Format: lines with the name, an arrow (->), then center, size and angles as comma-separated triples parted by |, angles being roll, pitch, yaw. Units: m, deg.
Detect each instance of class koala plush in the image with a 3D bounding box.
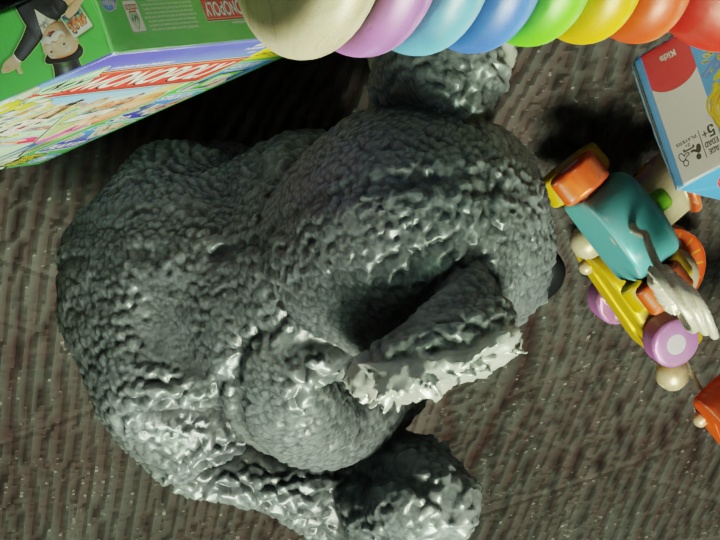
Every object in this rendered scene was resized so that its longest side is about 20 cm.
koala plush -> 0.000, 0.000, 1.090 | 0.183, 0.179, 0.200 | 15, 158, -24

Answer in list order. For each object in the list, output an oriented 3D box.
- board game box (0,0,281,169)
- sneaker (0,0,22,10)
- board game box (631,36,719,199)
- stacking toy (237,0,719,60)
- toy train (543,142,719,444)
board game box -> -0.103, -0.066, 1.016 | 0.134, 0.029, 0.200 | -21, 179, 21
sneaker -> -0.137, -0.111, 0.983 | 0.198, 0.074, 0.081 | -2, 153, -10
board game box -> 0.238, -0.084, 1.112 | 0.199, 0.056, 0.195 | -30, 157, 33
stacking toy -> 0.061, -0.103, 0.974 | 0.199, 0.086, 0.085 | 4, 148, -30
toy train -> 0.146, 0.018, 1.232 | 0.056, 0.150, 0.200 | -39, 144, -6
